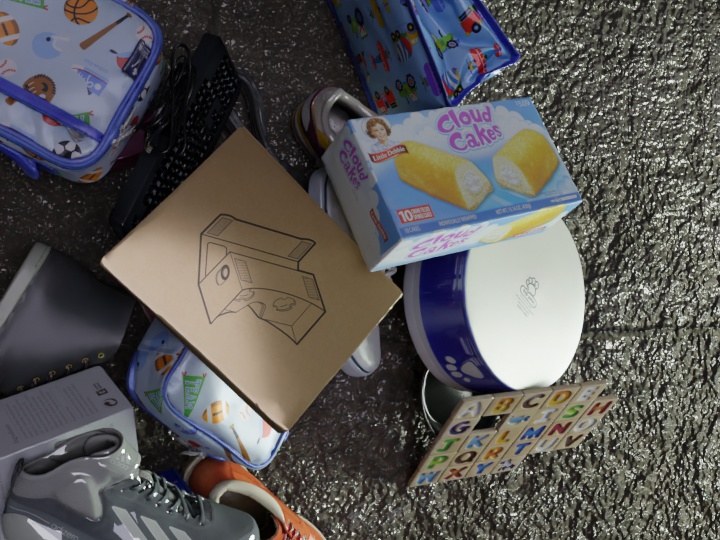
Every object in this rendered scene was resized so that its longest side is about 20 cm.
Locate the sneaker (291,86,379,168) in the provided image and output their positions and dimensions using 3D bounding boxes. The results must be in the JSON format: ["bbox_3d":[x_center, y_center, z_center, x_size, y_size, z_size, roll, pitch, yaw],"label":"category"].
[{"bbox_3d":[0.018,-0.094,0.806,0.200,0.090,0.075,43,75,-17],"label":"sneaker"}]

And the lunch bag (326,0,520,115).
[{"bbox_3d":[0.031,-0.247,0.778,0.094,0.151,0.200,-38,104,-18],"label":"lunch bag"}]

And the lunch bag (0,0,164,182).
[{"bbox_3d":[-0.267,-0.168,0.672,0.200,0.076,0.160,28,77,-7],"label":"lunch bag"}]

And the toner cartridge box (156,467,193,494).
[{"bbox_3d":[-0.242,0.232,0.700,0.200,0.095,0.043,-16,98,-21],"label":"toner cartridge box"}]

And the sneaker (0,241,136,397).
[{"bbox_3d":[-0.275,0.086,0.695,0.106,0.075,0.200,30,78,-19],"label":"sneaker"}]

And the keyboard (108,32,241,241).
[{"bbox_3d":[-0.145,-0.105,0.690,0.040,0.104,0.200,11,68,21],"label":"keyboard"}]

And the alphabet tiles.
[{"bbox_3d":[0.163,0.168,0.848,0.200,0.167,0.008,-3,50,-23],"label":"alphabet tiles"}]

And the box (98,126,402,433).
[{"bbox_3d":[-0.082,0.008,0.674,0.200,0.021,0.164,46,67,-12],"label":"box"}]

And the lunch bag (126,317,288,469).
[{"bbox_3d":[-0.106,0.073,0.735,0.160,0.076,0.200,47,58,-37],"label":"lunch bag"}]

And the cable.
[{"bbox_3d":[-0.091,-0.094,0.794,0.097,0.050,0.200,-42,96,-25],"label":"cable"}]

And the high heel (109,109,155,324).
[{"bbox_3d":[-0.169,-0.047,0.744,0.096,0.067,0.200,-13,82,-11],"label":"high heel"}]

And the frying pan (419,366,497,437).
[{"bbox_3d":[0.132,0.119,0.888,0.190,0.031,0.115,-16,96,-37],"label":"frying pan"}]

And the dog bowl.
[{"bbox_3d":[0.140,0.024,0.830,0.200,0.079,0.200,4,84,-43],"label":"dog bowl"}]

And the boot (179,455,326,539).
[{"bbox_3d":[-0.081,0.252,0.761,0.200,0.107,0.075,47,72,-18],"label":"boot"}]

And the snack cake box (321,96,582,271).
[{"bbox_3d":[0.081,-0.079,0.720,0.200,0.067,0.115,-13,73,-30],"label":"snack cake box"}]

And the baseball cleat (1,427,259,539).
[{"bbox_3d":[-0.164,0.178,0.630,0.200,0.070,0.106,10,108,-27],"label":"baseball cleat"}]

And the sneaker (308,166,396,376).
[{"bbox_3d":[0.000,0.000,0.753,0.073,0.071,0.200,-20,103,-58],"label":"sneaker"}]

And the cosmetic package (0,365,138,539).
[{"bbox_3d":[-0.282,0.163,0.647,0.200,0.071,0.101,-19,127,-34],"label":"cosmetic package"}]
